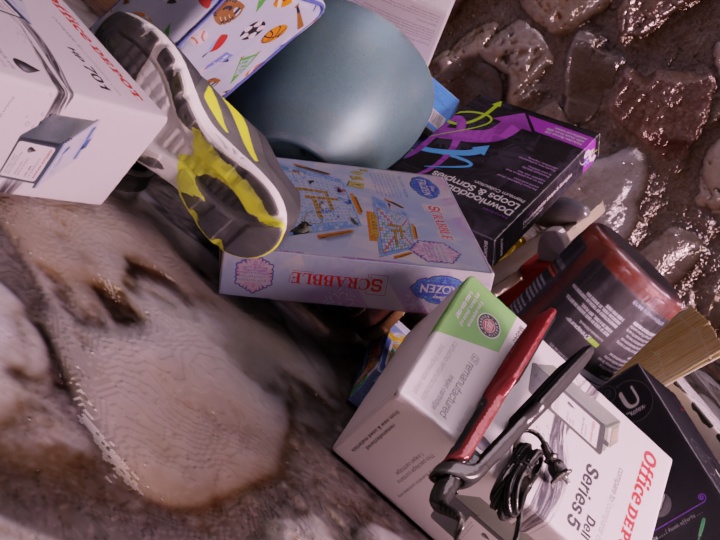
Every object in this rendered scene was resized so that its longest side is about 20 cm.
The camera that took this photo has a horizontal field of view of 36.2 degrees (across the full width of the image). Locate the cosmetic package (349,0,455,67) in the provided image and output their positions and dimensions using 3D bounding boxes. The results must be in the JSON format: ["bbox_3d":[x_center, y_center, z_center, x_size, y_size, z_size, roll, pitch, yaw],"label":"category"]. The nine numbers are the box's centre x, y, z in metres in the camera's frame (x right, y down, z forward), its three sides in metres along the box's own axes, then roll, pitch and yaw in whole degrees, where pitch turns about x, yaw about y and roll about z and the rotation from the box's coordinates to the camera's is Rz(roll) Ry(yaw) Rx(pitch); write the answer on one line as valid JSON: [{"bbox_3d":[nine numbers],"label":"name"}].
[{"bbox_3d":[0.032,-0.255,1.158,0.107,0.085,0.200,23,-27,-2],"label":"cosmetic package"}]

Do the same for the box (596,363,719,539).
[{"bbox_3d":[0.244,0.192,0.876,0.122,0.106,0.200,32,27,-57],"label":"box"}]

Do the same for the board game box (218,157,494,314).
[{"bbox_3d":[-0.013,-0.033,0.876,0.199,0.041,0.200,6,25,-9],"label":"board game box"}]

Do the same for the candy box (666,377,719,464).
[{"bbox_3d":[0.263,0.163,1.025,0.061,0.136,0.200,32,19,-36],"label":"candy box"}]

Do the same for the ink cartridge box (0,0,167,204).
[{"bbox_3d":[-0.235,-0.122,0.665,0.146,0.086,0.200,47,17,17],"label":"ink cartridge box"}]

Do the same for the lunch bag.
[{"bbox_3d":[-0.134,-0.193,0.911,0.076,0.200,0.160,59,19,10],"label":"lunch bag"}]

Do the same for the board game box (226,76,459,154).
[{"bbox_3d":[-0.031,-0.188,1.174,0.200,0.196,0.056,37,61,-21],"label":"board game box"}]

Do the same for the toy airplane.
[{"bbox_3d":[0.147,-0.009,1.089,0.141,0.199,0.200,55,19,3],"label":"toy airplane"}]

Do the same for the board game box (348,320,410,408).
[{"bbox_3d":[0.083,0.131,0.858,0.200,0.034,0.135,41,15,-5],"label":"board game box"}]

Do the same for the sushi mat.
[{"bbox_3d":[0.231,0.102,1.003,0.012,0.200,0.096,55,13,-16],"label":"sushi mat"}]

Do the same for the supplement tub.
[{"bbox_3d":[0.171,0.062,0.951,0.107,0.200,0.107,39,16,-14],"label":"supplement tub"}]

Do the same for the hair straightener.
[{"bbox_3d":[0.102,0.102,0.665,0.077,0.041,0.200,42,40,0],"label":"hair straightener"}]

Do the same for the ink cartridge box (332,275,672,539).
[{"bbox_3d":[0.102,0.125,0.745,0.200,0.084,0.146,41,39,-3],"label":"ink cartridge box"}]

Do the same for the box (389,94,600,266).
[{"bbox_3d":[0.120,-0.093,1.059,0.143,0.036,0.200,24,49,28],"label":"box"}]

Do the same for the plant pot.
[{"bbox_3d":[-0.043,-0.142,1.055,0.200,0.200,0.135,37,53,-19],"label":"plant pot"}]

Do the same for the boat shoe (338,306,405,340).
[{"bbox_3d":[0.000,0.000,0.947,0.070,0.070,0.200,46,6,-13],"label":"boat shoe"}]

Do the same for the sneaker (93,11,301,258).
[{"bbox_3d":[-0.117,-0.094,0.778,0.200,0.074,0.085,55,17,3],"label":"sneaker"}]

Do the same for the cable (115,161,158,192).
[{"bbox_3d":[-0.156,-0.095,0.848,0.097,0.050,0.200,52,19,25],"label":"cable"}]
